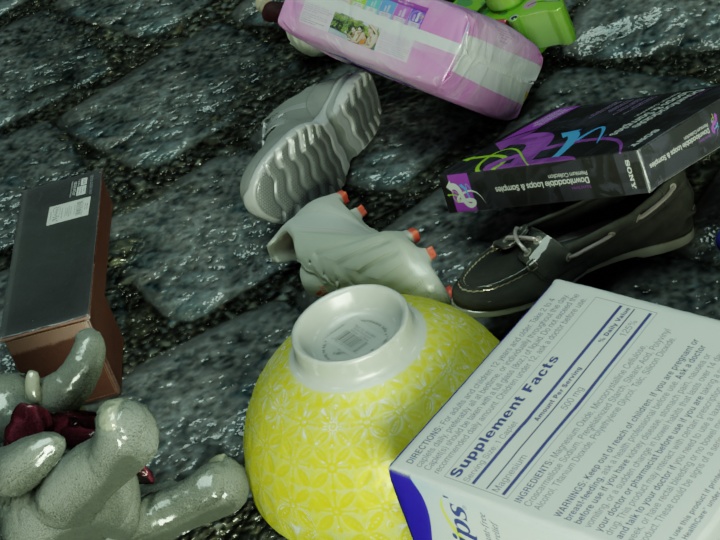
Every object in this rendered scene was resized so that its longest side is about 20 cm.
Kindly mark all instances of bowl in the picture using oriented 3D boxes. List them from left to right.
[{"bbox_3d":[0.007,0.075,1.173,0.198,0.108,0.201,-13,35,9],"label":"bowl"}]

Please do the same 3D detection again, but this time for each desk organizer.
[{"bbox_3d":[-0.224,0.014,1.390,0.071,0.078,0.201,-15,35,6],"label":"desk organizer"}]

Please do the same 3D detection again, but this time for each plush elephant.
[{"bbox_3d":[-0.195,0.114,1.166,0.199,0.164,0.156,-36,58,16],"label":"plush elephant"}]

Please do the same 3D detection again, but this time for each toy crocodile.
[{"bbox_3d":[0.099,-0.215,1.558,0.199,0.068,0.062,12,49,40],"label":"toy crocodile"}]

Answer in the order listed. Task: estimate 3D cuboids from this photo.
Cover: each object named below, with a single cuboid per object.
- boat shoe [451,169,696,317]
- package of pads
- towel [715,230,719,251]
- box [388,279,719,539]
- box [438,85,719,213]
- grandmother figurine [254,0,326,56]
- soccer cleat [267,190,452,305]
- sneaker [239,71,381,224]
[{"bbox_3d":[0.147,-0.026,1.258,0.198,0.058,0.067,-20,28,-21],"label":"boat shoe"},{"bbox_3d":[0.041,-0.192,1.492,0.199,0.120,0.076,25,94,38],"label":"package of pads"},{"bbox_3d":[0.339,0.004,1.169,0.147,0.050,0.200,-29,36,-1],"label":"towel"},{"bbox_3d":[0.152,0.119,1.046,0.199,0.106,0.184,16,48,39],"label":"box"},{"bbox_3d":[0.172,-0.090,1.310,0.142,0.036,0.199,-31,19,-38],"label":"box"},{"bbox_3d":[-0.043,-0.263,1.699,0.120,0.061,0.201,-21,31,13],"label":"grandmother figurine"},{"bbox_3d":[0.000,0.000,1.319,0.077,0.070,0.200,-35,30,-14],"label":"soccer cleat"},{"bbox_3d":[-0.053,-0.095,1.474,0.081,0.075,0.200,-5,25,29],"label":"sneaker"}]
